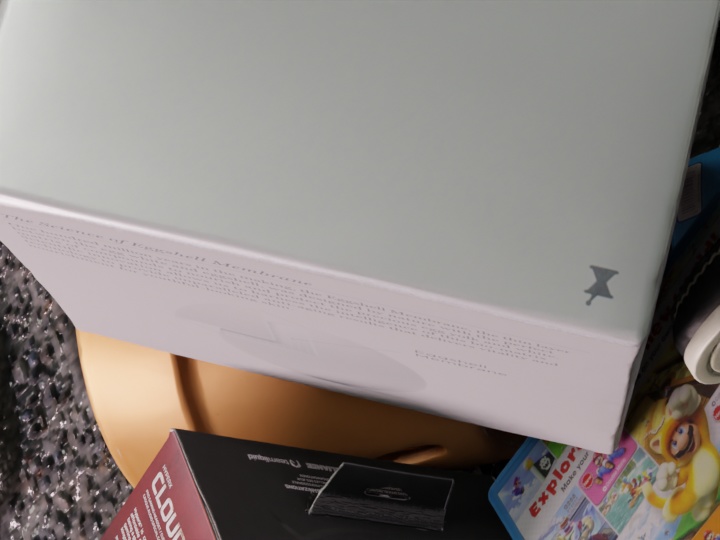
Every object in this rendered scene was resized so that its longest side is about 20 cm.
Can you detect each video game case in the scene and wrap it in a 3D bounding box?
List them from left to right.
[{"bbox_3d":[0.125,0.086,0.790,0.143,0.018,0.200,-54,39,19],"label":"video game case"}]

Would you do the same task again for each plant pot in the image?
[{"bbox_3d":[0.000,0.000,0.946,0.139,0.200,0.201,0,70,26],"label":"plant pot"}]

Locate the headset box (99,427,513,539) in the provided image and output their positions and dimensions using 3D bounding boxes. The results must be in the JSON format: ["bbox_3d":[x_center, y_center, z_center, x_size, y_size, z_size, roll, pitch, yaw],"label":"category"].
[{"bbox_3d":[-0.034,0.146,0.892,0.200,0.148,0.077,-57,41,29],"label":"headset box"}]

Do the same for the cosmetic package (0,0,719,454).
[{"bbox_3d":[0.000,-0.036,0.760,0.198,0.200,0.124,13,80,6],"label":"cosmetic package"}]

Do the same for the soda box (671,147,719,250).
[{"bbox_3d":[0.154,0.053,0.843,0.064,0.068,0.201,-21,57,41],"label":"soda box"}]

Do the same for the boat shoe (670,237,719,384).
[{"bbox_3d":[0.159,-0.051,0.762,0.199,0.074,0.066,-46,66,1],"label":"boat shoe"}]
